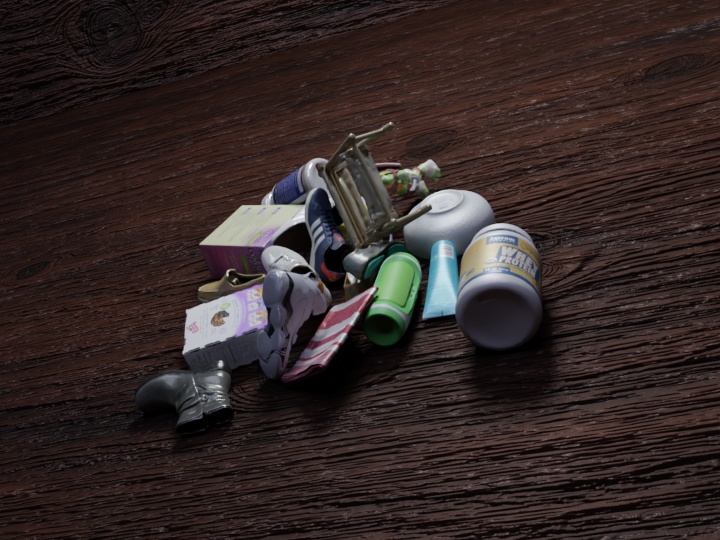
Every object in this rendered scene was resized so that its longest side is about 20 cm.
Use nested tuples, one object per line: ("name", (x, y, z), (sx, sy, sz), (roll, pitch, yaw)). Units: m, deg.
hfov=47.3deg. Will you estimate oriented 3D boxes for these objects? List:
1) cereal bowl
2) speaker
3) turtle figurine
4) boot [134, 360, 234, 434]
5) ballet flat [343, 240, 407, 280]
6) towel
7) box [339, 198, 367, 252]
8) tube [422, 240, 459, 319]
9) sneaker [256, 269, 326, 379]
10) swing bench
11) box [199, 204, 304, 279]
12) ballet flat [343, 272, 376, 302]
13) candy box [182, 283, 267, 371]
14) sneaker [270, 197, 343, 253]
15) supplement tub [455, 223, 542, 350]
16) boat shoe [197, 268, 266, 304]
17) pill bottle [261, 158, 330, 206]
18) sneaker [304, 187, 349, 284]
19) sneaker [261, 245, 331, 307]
("cereal bowl", (0.182, -0.112, 1.736), (0.197, 0.084, 0.201), (-14, 29, 8))
("speaker", (0.061, 0.050, 1.534), (0.087, 0.090, 0.201), (-7, 31, 20))
("turtle figurine", (0.102, -0.164, 1.840), (0.192, 0.146, 0.199), (-22, 34, -38))
("boot", (-0.321, 0.239, 1.472), (0.197, 0.068, 0.131), (-18, 35, 6))
("ballet flat", (0.030, -0.030, 1.641), (0.063, 0.068, 0.199), (28, 23, 21))
("towel", (-0.054, 0.115, 1.469), (0.143, 0.023, 0.201), (-30, 20, 51))
("box", (-0.035, -0.096, 1.875), (0.115, 0.049, 0.201), (-10, 29, 19))
("tube", (0.159, 0.020, 1.571), (0.076, 0.051, 0.201), (-14, 34, 17))
("sneaker", (-0.122, 0.096, 1.502), (0.114, 0.204, 0.075), (-5, 14, -42))
("swing bench", (0.011, -0.161, 1.695), (0.129, 0.201, 0.199), (-23, -5, -40))
("box", (-0.233, -0.064, 1.890), (0.197, 0.098, 0.176), (2, 35, 34))
("ballet flat", (0.000, 0.000, 1.676), (0.068, 0.064, 0.201), (-15, 29, 11))
("candy box", (-0.244, 0.115, 1.620), (0.197, 0.072, 0.168), (-18, 30, 1))
("sneaker", (-0.122, -0.099, 1.807), (0.198, 0.074, 0.084), (-29, 34, -24))
("supplement tub", (0.239, 0.023, 1.410), (0.142, 0.146, 0.201), (-9, 31, 17))
("boat shoe", (-0.273, 0.030, 1.774), (0.197, 0.077, 0.072), (-4, 32, 25))
("pill bottle", (-0.142, -0.175, 1.950), (0.199, 0.116, 0.116), (-25, 19, 42))
("sneaker", (-0.063, -0.075, 1.715), (0.074, 0.204, 0.084), (-5, -2, -44))
("sneaker", (-0.133, -0.005, 1.623), (0.073, 0.085, 0.199), (-44, 55, -14))
